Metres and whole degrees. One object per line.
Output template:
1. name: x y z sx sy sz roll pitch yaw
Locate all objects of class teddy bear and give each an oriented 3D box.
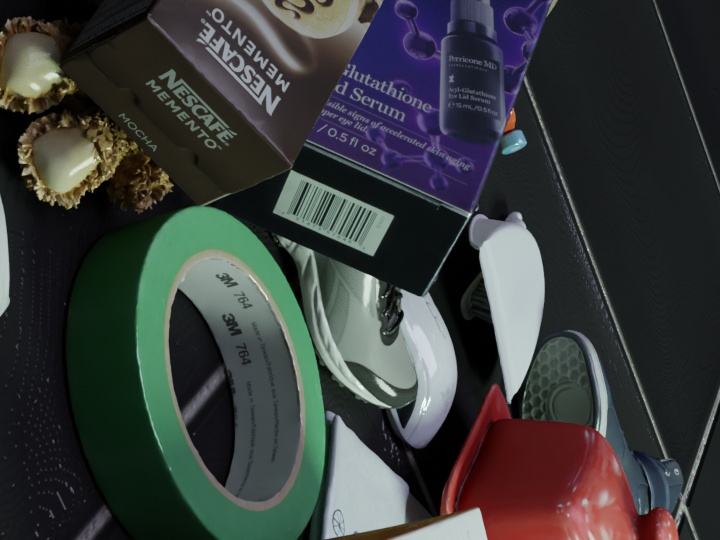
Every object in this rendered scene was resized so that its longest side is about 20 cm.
1. teddy bear: -0.137 -0.103 1.090 0.145 0.067 0.200 55 37 -19

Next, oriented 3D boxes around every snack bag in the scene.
1. snack bag: 0.020 0.217 1.280 0.200 0.021 0.189 49 35 -44

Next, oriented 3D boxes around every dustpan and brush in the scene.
1. dustpan and brush: 0.115 0.000 1.568 0.200 0.057 0.140 -49 133 -53

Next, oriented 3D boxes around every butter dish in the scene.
1. butter dish: 0.150 0.194 1.388 0.200 0.148 0.200 -55 132 -63

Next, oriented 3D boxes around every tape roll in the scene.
1. tape roll: -0.088 0.065 1.106 0.200 0.048 0.201 40 42 -50

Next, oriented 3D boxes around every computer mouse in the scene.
1. computer mouse: 0.035 0.024 1.386 0.110 0.044 0.200 -7 83 -66

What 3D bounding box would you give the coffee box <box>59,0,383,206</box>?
1. coffee box: -0.060 -0.148 1.065 0.113 0.080 0.200 46 49 -24

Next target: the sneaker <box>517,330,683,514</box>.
1. sneaker: 0.198 0.139 1.606 0.146 0.077 0.202 -15 101 -54

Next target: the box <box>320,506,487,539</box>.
1. box: -0.021 0.200 1.062 0.200 0.124 0.098 -7 82 -60

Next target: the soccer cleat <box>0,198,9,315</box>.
1. soccer cleat: -0.210 -0.061 0.911 0.086 0.070 0.200 -24 102 -81

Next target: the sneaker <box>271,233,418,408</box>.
1. sneaker: 0.000 0.000 1.286 0.200 0.079 0.074 69 24 -16

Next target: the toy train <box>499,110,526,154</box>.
1. toy train: 0.073 -0.189 1.577 0.150 0.056 0.200 87 -19 -82

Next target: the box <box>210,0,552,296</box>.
1. box: 0.016 -0.110 1.208 0.104 0.148 0.200 117 -5 -57

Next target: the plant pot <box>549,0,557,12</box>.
1. plant pot: 0.043 -0.258 1.415 0.134 0.200 0.200 -1 76 -38
